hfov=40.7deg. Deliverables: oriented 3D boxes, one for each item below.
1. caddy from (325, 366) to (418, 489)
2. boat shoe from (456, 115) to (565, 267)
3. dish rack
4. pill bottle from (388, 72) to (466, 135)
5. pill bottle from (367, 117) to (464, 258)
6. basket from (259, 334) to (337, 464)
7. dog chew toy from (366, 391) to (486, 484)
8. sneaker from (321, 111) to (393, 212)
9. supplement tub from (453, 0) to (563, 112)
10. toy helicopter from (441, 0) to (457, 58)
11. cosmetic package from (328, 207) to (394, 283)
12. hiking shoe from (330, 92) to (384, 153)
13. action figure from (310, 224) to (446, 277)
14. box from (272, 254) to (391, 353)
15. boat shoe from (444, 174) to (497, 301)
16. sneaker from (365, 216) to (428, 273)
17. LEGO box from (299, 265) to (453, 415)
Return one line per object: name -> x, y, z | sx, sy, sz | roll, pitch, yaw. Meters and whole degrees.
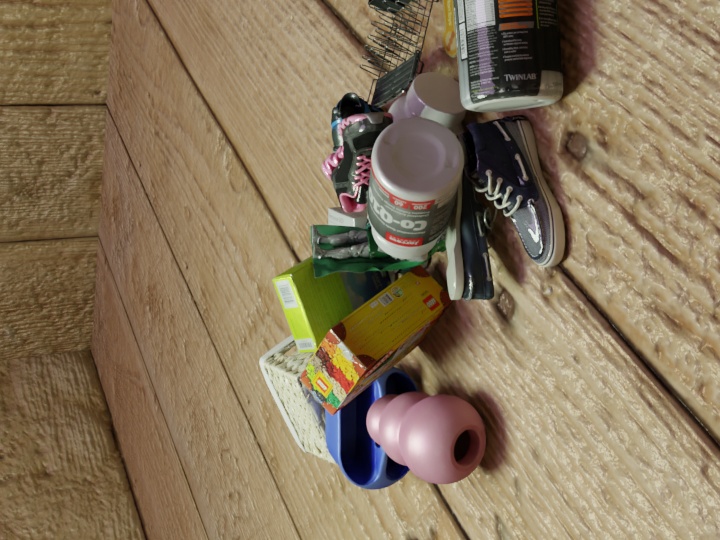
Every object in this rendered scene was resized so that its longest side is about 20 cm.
caddy -> 0.022, 0.241, 1.529 | 0.105, 0.141, 0.201 | -155, 62, -66
boat shoe -> 0.179, -0.095, 1.195 | 0.075, 0.092, 0.201 | -47, 54, 57
dish rack -> 0.050, -0.337, 1.392 | 0.153, 0.054, 0.201 | -18, 56, 64
pill bottle -> 0.078, -0.175, 1.364 | 0.111, 0.111, 0.200 | 67, 149, 32
pill bottle -> 0.066, -0.098, 1.253 | 0.200, 0.113, 0.114 | 95, 160, -66
basket -> -0.057, 0.207, 1.631 | 0.123, 0.135, 0.201 | 15, 133, 55
dog chew toy -> 0.084, 0.229, 1.393 | 0.200, 0.124, 0.125 | 11, 105, 51
sneaker -> 0.004, -0.141, 1.310 | 0.200, 0.079, 0.096 | 121, 141, -66
supplement tub -> 0.171, -0.293, 1.141 | 0.122, 0.122, 0.201 | 0, 94, 64
toy helicopter -> 0.130, -0.383, 1.289 | 0.132, 0.079, 0.201 | 23, 127, 51
cosmetic package -> 0.000, 0.000, 1.592 | 0.113, 0.081, 0.201 | -157, 64, -63
hiking shoe -> 0.003, -0.231, 1.472 | 0.200, 0.074, 0.087 | -68, -28, -65
action figure -> 0.030, -0.038, 1.403 | 0.118, 0.199, 0.055 | -98, 10, -45
box -> -0.036, 0.027, 1.457 | 0.048, 0.200, 0.122 | -9, 105, 41
boat shoe -> 0.148, -0.050, 1.294 | 0.075, 0.062, 0.201 | 102, 171, -54
sneaker -> 0.044, -0.093, 1.483 | 0.071, 0.080, 0.201 | -42, 57, 58
LEGO box -> 0.023, 0.100, 1.418 | 0.077, 0.200, 0.149 | 46, 143, 12
